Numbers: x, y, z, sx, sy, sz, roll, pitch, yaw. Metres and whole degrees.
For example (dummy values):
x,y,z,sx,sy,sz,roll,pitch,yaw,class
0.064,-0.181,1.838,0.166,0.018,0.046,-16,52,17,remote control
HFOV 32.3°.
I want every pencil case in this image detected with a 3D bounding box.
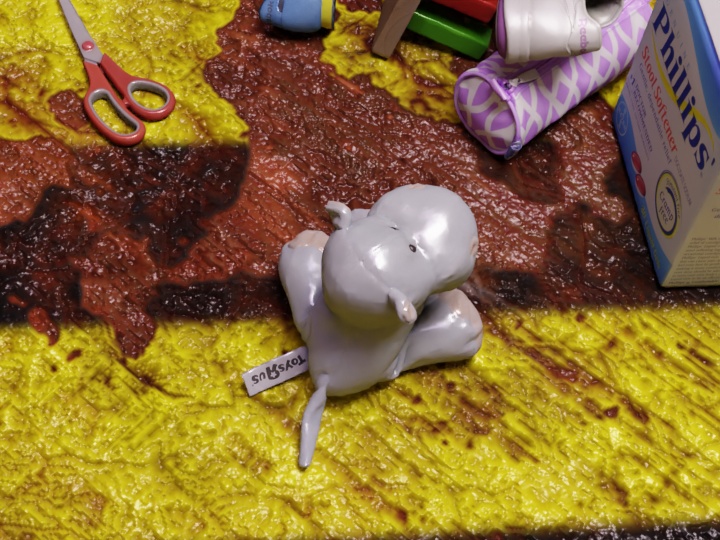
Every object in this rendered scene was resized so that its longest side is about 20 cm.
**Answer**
x,y,z,sx,sy,sz,roll,pitch,yaw,class
0.168,-0.180,1.072,0.200,0.086,0.084,-38,73,-26,pencil case

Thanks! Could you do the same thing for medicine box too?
x,y,z,sx,sy,sz,roll,pitch,yaw,class
0.286,-0.116,0.971,0.102,0.201,0.183,-3,57,-7,medicine box

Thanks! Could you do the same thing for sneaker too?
x,y,z,sx,sy,sz,roll,pitch,yaw,class
-0.058,-0.302,1.146,0.078,0.066,0.201,2,57,1,sneaker
0.169,-0.230,1.028,0.099,0.075,0.201,3,43,14,sneaker

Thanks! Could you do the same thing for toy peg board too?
x,y,z,sx,sy,sz,roll,pitch,yaw,class
0.103,-0.306,1.094,0.097,0.199,0.201,20,56,-10,toy peg board

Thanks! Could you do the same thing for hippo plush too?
x,y,z,sx,sy,sz,roll,pitch,yaw,class
0.000,0.000,0.895,0.199,0.161,0.160,-29,64,-21,hippo plush

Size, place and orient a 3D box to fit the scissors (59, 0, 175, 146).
x,y,z,sx,sy,sz,roll,pitch,yaw,class
-0.238,-0.184,1.084,0.073,0.014,0.200,-36,68,-22,scissors
